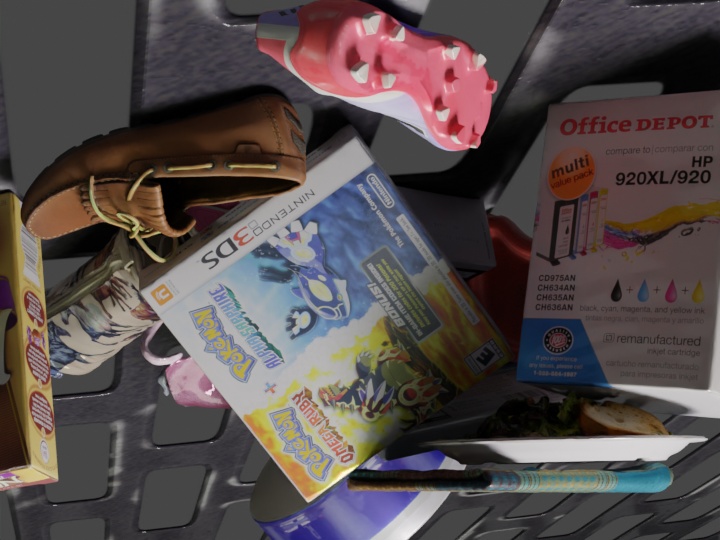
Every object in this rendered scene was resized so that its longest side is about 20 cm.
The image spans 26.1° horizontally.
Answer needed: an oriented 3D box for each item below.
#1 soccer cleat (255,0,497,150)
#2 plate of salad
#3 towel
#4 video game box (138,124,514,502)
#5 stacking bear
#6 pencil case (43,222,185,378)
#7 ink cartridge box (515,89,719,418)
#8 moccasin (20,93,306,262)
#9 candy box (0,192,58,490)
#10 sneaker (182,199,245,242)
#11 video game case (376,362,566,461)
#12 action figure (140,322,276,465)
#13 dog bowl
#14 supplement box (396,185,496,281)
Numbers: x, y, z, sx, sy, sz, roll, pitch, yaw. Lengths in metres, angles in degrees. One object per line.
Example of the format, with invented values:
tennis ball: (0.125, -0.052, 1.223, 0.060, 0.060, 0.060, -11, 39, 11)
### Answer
soccer cleat: (0.017, -0.120, 0.942, 0.076, 0.067, 0.200, 16, -179, 31)
plate of salad: (0.139, 0.111, 1.082, 0.200, 0.048, 0.200, -2, 173, 0)
towel: (0.109, 0.149, 1.111, 0.200, 0.022, 0.147, 8, 168, -42)
video game box: (-0.023, 0.031, 1.074, 0.182, 0.200, 0.047, -35, -163, 6)
stacking bear: (0.184, 0.019, 1.317, 0.121, 0.114, 0.200, 19, -169, 34)
pencil case: (-0.193, 0.019, 1.195, 0.089, 0.078, 0.200, -12, 167, -40)
ink cartridge box: (0.213, -0.007, 1.071, 0.147, 0.200, 0.145, 0, 168, 37)
moccasin: (-0.130, -0.052, 1.020, 0.201, 0.078, 0.074, -12, 160, 10)
candy box: (-0.278, 0.056, 1.075, 0.117, 0.200, 0.056, -12, 161, 7)
sneaker: (-0.052, 0.018, 1.153, 0.200, 0.074, 0.087, 28, 134, -12)
video game case: (0.050, 0.090, 1.239, 0.200, 0.024, 0.182, -8, -157, -34)
action figure: (-0.066, 0.082, 1.354, 0.200, 0.134, 0.149, 8, 144, 28)
dog bowl: (0.000, 0.174, 1.369, 0.200, 0.200, 0.079, -28, 110, 43)
supplement box: (0.000, 0.000, 1.250, 0.109, 0.061, 0.200, 7, 154, -41)
